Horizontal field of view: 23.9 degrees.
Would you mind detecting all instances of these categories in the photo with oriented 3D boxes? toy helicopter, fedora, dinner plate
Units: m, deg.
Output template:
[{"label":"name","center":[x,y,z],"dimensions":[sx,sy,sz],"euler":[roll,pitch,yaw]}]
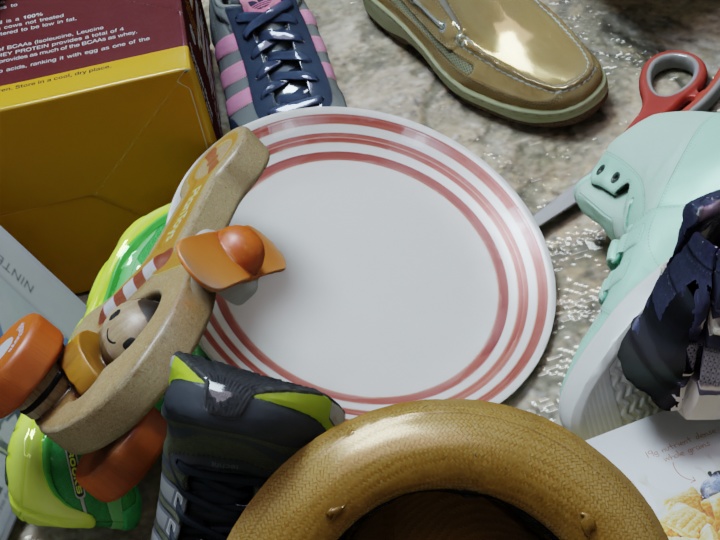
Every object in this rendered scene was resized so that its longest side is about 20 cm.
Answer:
[{"label":"toy helicopter","center":[-0.080,-0.002,0.754],"dimensions":[0.132,0.079,0.200],"euler":[-34,23,39]},{"label":"fedora","center":[0.031,0.148,0.652],"dimensions":[0.200,0.082,0.201],"euler":[0,88,1]},{"label":"dinner plate","center":[0.000,0.000,0.853],"dimensions":[0.199,0.024,0.201],"euler":[6,55,-9]}]

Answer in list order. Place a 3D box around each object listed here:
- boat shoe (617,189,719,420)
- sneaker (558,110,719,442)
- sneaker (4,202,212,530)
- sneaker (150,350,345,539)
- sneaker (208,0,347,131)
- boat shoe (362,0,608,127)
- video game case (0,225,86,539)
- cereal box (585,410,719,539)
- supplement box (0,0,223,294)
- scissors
[{"label":"boat shoe","center":[0.214,0.006,0.747],"dimensions":[0.199,0.093,0.075],"euler":[-9,42,-27]},{"label":"sneaker","center":[0.138,0.002,0.834],"dimensions":[0.201,0.074,0.118],"euler":[-51,32,-18]},{"label":"sneaker","center":[-0.103,0.049,0.837],"dimensions":[0.083,0.074,0.200],"euler":[18,51,5]},{"label":"sneaker","center":[-0.051,0.098,0.689],"dimensions":[0.074,0.200,0.081],"euler":[14,62,6]},{"label":"sneaker","center":[-0.054,-0.125,0.985],"dimensions":[0.070,0.082,0.200],"euler":[-18,44,-7]},{"label":"boat shoe","center":[0.063,-0.153,0.992],"dimensions":[0.072,0.076,0.200],"euler":[-35,49,-23]},{"label":"video game case","center":[-0.216,0.041,0.790],"dimensions":[0.022,0.182,0.200],"euler":[-21,35,35]},{"label":"cereal box","center":[0.155,0.139,0.699],"dimensions":[0.143,0.040,0.200],"euler":[-20,44,-9]},{"label":"supplement box","center":[-0.182,-0.100,0.950],"dimensions":[0.197,0.133,0.200],"euler":[-13,44,0]},{"label":"scissors","center":[0.150,-0.061,0.923],"dimensions":[0.073,0.014,0.200],"euler":[23,52,29]}]
